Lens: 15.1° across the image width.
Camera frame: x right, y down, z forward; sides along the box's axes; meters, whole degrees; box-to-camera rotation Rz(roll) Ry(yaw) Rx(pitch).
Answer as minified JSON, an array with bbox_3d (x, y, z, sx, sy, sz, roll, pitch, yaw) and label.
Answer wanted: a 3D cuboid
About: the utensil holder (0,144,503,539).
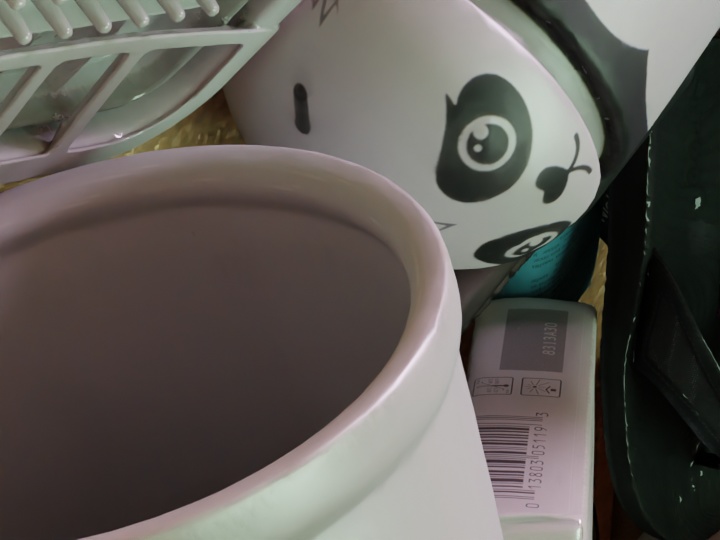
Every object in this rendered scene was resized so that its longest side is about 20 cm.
[{"bbox_3d":[-0.041,0.097,0.666,0.170,0.170,0.200,-40,130,-37],"label":"utensil holder"}]

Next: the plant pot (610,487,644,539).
[{"bbox_3d":[0.188,0.119,1.142,0.200,0.200,0.198,-39,137,-38],"label":"plant pot"}]

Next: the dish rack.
[{"bbox_3d":[-0.050,-0.091,0.617,0.200,0.044,0.172,-42,165,33],"label":"dish rack"}]

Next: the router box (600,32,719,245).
[{"bbox_3d":[0.181,-0.032,0.949,0.051,0.149,0.200,-36,170,-41],"label":"router box"}]

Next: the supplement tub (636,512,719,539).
[{"bbox_3d":[0.148,0.181,0.968,0.200,0.132,0.132,-77,178,-62],"label":"supplement tub"}]

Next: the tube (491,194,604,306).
[{"bbox_3d":[0.063,-0.029,0.944,0.077,0.050,0.200,-45,152,-27],"label":"tube"}]

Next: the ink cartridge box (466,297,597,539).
[{"bbox_3d":[0.055,0.132,0.912,0.161,0.050,0.200,-76,168,-66],"label":"ink cartridge box"}]

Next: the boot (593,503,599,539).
[{"bbox_3d":[0.050,0.154,1.057,0.132,0.070,0.200,-46,152,-39],"label":"boot"}]

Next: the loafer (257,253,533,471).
[{"bbox_3d":[0.000,0.000,0.819,0.073,0.071,0.200,-46,-179,25],"label":"loafer"}]

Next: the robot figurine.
[{"bbox_3d":[0.048,-0.094,0.766,0.200,0.150,0.125,-54,-169,-18],"label":"robot figurine"}]

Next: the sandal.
[{"bbox_3d":[0.120,0.017,0.940,0.075,0.048,0.201,-34,130,-39],"label":"sandal"}]
